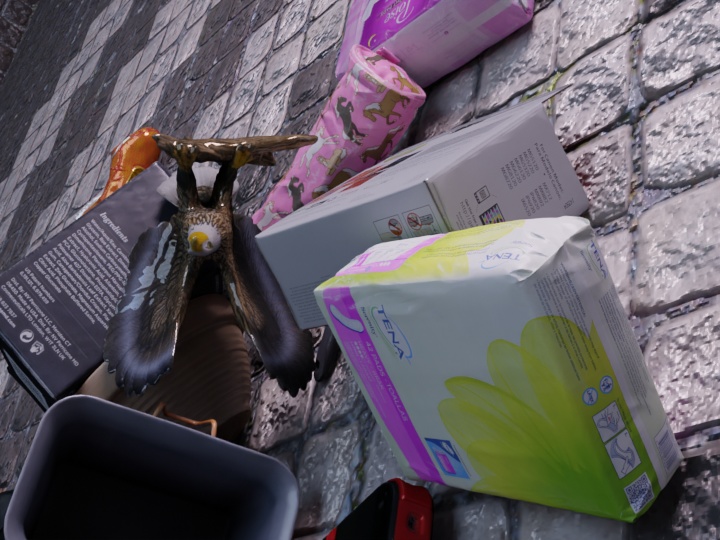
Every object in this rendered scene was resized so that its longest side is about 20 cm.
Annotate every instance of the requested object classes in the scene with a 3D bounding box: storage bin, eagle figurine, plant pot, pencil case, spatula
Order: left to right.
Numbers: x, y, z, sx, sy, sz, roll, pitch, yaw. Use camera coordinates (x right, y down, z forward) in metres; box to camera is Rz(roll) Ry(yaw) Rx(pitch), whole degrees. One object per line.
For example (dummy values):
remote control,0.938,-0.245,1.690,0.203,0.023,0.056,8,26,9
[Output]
storage bin,-0.164,0.185,0.812,0.134,0.198,0.147,136,151,-60
plant pot,-0.162,0.123,0.923,0.201,0.093,0.201,-41,-14,-13
eagle figurine,-0.119,-0.006,0.830,0.150,0.150,0.202,3,96,32
pencil case,-0.020,-0.098,0.934,0.087,0.082,0.201,48,117,32
spatula,0.000,0.000,0.899,0.056,0.020,0.202,4,68,65

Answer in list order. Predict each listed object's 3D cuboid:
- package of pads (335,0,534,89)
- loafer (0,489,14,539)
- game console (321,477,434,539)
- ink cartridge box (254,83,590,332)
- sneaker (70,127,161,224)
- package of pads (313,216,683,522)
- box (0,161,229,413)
package of pads,0.069,-0.237,0.952,0.199,0.075,0.121,-27,41,44
loafer,-0.460,0.311,1.280,0.200,0.070,0.069,-34,38,38
game console,-0.018,0.242,0.659,0.177,0.031,0.201,-51,17,36
ink cartridge box,0.053,-0.043,0.762,0.175,0.084,0.199,-35,13,-36
sneaker,-0.327,-0.105,1.474,0.077,0.073,0.201,37,101,39
package of pads,0.071,0.051,0.605,0.068,0.156,0.199,-34,17,-32
box,-0.220,0.039,0.956,0.200,0.117,0.197,-41,-12,-21
